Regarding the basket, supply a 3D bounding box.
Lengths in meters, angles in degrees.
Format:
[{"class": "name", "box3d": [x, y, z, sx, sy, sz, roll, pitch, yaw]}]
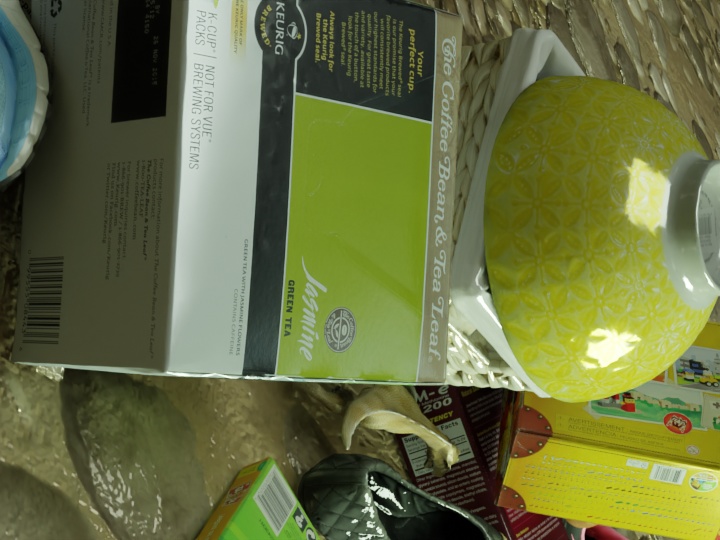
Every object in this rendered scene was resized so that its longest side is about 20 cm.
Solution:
[{"class": "basket", "box3d": [0.076, -0.035, 1.058, 0.136, 0.123, 0.201, 45, 53, -42]}]

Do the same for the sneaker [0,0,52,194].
[{"class": "sneaker", "box3d": [-0.214, -0.118, 0.814, 0.090, 0.078, 0.201, 6, 60, -41]}]

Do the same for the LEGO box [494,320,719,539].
[{"class": "LEGO box", "box3d": [0.199, 0.102, 1.144, 0.149, 0.199, 0.078, -78, 179, -50]}]

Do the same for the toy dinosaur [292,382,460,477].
[{"class": "toy dinosaur", "box3d": [0.012, 0.082, 1.035, 0.101, 0.058, 0.200, 33, 0, 25]}]

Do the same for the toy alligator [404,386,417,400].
[{"class": "toy alligator", "box3d": [0.000, 0.000, 1.135, 0.201, 0.059, 0.054, 67, 25, -2]}]

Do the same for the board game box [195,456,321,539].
[{"class": "board game box", "box3d": [-0.065, 0.192, 0.889, 0.096, 0.030, 0.200, 61, 23, -14]}]

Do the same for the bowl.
[{"class": "bowl", "box3d": [0.170, -0.022, 0.991, 0.200, 0.107, 0.202, 7, 82, -54]}]

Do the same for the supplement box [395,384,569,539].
[{"class": "supplement box", "box3d": [0.093, 0.167, 1.184, 0.109, 0.061, 0.201, -12, 81, -64]}]

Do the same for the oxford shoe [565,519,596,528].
[{"class": "oxford shoe", "box3d": [0.209, 0.153, 1.229, 0.200, 0.071, 0.072, -26, 99, -51]}]

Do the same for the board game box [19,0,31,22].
[{"class": "board game box", "box3d": [-0.170, -0.192, 0.965, 0.201, 0.046, 0.151, 67, 25, -4]}]

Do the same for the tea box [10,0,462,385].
[{"class": "tea box", "box3d": [-0.059, -0.044, 0.850, 0.196, 0.133, 0.202, 7, 84, -44]}]

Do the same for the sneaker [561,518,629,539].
[{"class": "sneaker", "box3d": [0.185, 0.247, 1.265, 0.201, 0.095, 0.079, 61, 23, -15]}]

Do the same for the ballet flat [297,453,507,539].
[{"class": "ballet flat", "box3d": [0.040, 0.171, 1.051, 0.200, 0.057, 0.067, 30, 62, -40]}]
